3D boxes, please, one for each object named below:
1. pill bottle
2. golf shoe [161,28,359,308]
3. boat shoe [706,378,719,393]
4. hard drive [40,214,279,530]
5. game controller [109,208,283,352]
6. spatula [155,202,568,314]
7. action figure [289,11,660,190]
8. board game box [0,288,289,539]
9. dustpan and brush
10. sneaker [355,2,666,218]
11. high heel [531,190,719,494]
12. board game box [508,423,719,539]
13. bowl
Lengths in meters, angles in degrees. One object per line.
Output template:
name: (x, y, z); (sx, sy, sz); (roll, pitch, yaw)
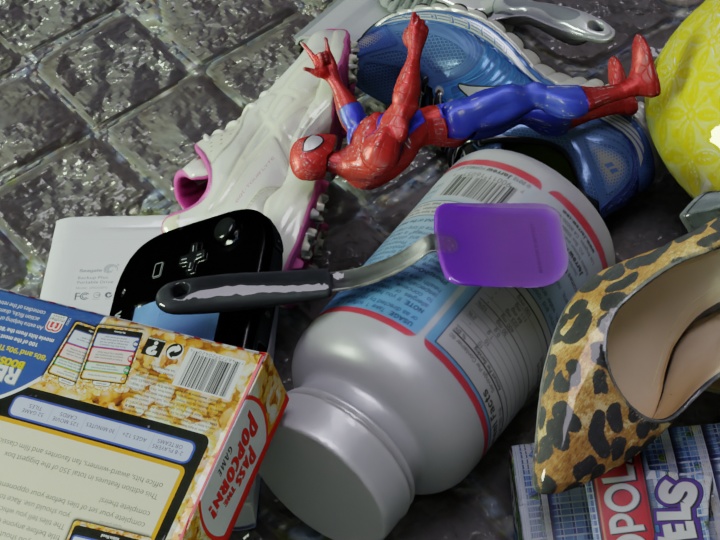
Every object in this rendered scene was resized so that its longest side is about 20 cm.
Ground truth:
pill bottle: (0.036, 0.039, 1.010); (0.108, 0.109, 0.200); (25, 55, 27)
golf shoe: (-0.052, -0.069, 1.114); (0.091, 0.076, 0.201); (9, 45, 7)
boat shoe: (0.236, 0.031, 1.029); (0.198, 0.065, 0.072); (-1, 82, 0)
hard drive: (-0.112, 0.050, 1.075); (0.131, 0.025, 0.201); (-1, 47, 5)
game controller: (-0.093, 0.062, 0.987); (0.104, 0.042, 0.201); (-9, 54, 28)
spatula: (0.000, 0.000, 0.963); (0.198, 0.021, 0.057); (-11, 47, 3)
action figure: (0.048, -0.104, 1.068); (0.199, 0.065, 0.100); (-19, 82, -15)
board game box: (-0.139, 0.114, 0.901); (0.150, 0.046, 0.201); (13, 61, 21)
dustpan and brush: (0.071, -0.160, 1.225); (0.199, 0.057, 0.140); (28, 56, 28)
sneaker: (0.070, -0.085, 1.145); (0.199, 0.079, 0.089); (26, 52, 27)
high heel: (0.162, 0.023, 0.911); (0.200, 0.071, 0.142); (-51, 21, -26)
board game box: (0.127, 0.150, 0.930); (0.198, 0.062, 0.201); (-5, 47, 1)
bowl: (0.263, -0.105, 1.085); (0.198, 0.108, 0.201); (8, 48, -9)
